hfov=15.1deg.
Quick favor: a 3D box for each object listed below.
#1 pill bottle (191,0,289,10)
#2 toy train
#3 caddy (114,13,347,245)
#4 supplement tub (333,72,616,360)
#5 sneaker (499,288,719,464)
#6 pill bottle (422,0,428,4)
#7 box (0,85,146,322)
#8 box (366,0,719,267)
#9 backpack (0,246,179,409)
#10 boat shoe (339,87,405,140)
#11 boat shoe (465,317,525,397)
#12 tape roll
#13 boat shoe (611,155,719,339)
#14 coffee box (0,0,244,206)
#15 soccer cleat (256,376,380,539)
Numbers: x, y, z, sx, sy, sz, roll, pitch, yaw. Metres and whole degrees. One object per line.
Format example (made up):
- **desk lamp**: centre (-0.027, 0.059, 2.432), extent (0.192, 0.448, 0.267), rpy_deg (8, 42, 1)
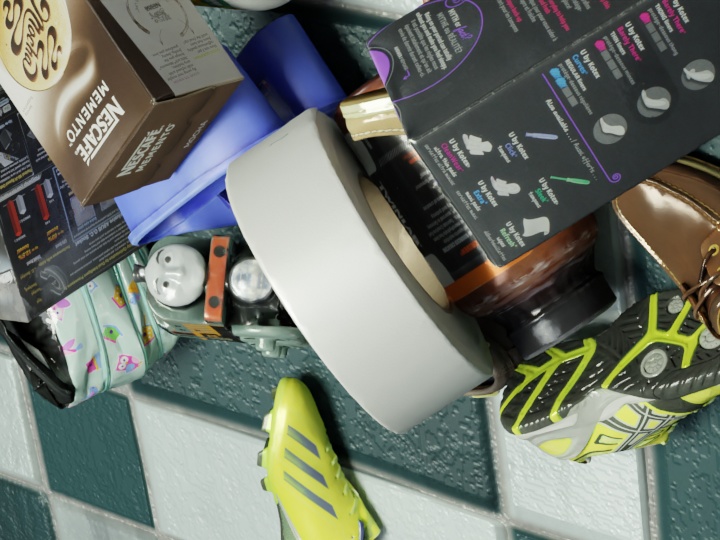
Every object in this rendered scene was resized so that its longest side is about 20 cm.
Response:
- **pill bottle**: centre (-0.092, -0.225, 1.740), extent (0.200, 0.113, 0.113), rpy_deg (10, 121, 41)
- **toy train**: centre (-0.091, 0.014, 1.841), extent (0.114, 0.200, 0.085), rpy_deg (4, 86, 3)
- **caddy**: centre (-0.089, -0.082, 1.808), extent (0.200, 0.141, 0.105), rpy_deg (-34, 86, 51)
- **supplement tub**: centre (0.077, -0.045, 1.692), extent (0.200, 0.107, 0.107), rpy_deg (57, 140, 1)
- **sneaker**: centre (0.183, 0.069, 1.703), extent (0.200, 0.075, 0.076), rpy_deg (-20, 137, 41)
- **pill bottle**: centre (0.085, -0.221, 1.565), extent (0.112, 0.112, 0.200), rpy_deg (17, 126, 37)
- **box**: centre (-0.200, -0.078, 1.876), extent (0.050, 0.200, 0.158), rpy_deg (6, 120, 39)
- **box**: centre (0.121, -0.115, 1.491), extent (0.106, 0.200, 0.122), rpy_deg (54, -171, -34)
- **backpack**: centre (-0.222, -0.002, 1.995), extent (0.200, 0.127, 0.167), rpy_deg (65, 167, -5)
- **boat shoe**: centre (0.088, -0.083, 1.606), extent (0.200, 0.074, 0.066), rpy_deg (-3, 98, 3)
- **boat shoe**: centre (0.038, 0.048, 1.827), extent (0.200, 0.060, 0.072), rpy_deg (7, 120, 42)
- **tape roll**: centre (0.000, 0.000, 1.692), extent (0.071, 0.202, 0.203), rpy_deg (-34, 89, 10)
- **boat shoe**: centre (0.225, 0.003, 1.605), extent (0.200, 0.068, 0.072), rpy_deg (40, 137, 20)
- **coffee box**: centre (-0.176, -0.156, 1.705), extent (0.200, 0.080, 0.113), rpy_deg (55, 134, 16)
- **soccer cleat**: centre (-0.027, 0.167, 1.985), extent (0.084, 0.065, 0.200), rpy_deg (-1, 113, 12)
